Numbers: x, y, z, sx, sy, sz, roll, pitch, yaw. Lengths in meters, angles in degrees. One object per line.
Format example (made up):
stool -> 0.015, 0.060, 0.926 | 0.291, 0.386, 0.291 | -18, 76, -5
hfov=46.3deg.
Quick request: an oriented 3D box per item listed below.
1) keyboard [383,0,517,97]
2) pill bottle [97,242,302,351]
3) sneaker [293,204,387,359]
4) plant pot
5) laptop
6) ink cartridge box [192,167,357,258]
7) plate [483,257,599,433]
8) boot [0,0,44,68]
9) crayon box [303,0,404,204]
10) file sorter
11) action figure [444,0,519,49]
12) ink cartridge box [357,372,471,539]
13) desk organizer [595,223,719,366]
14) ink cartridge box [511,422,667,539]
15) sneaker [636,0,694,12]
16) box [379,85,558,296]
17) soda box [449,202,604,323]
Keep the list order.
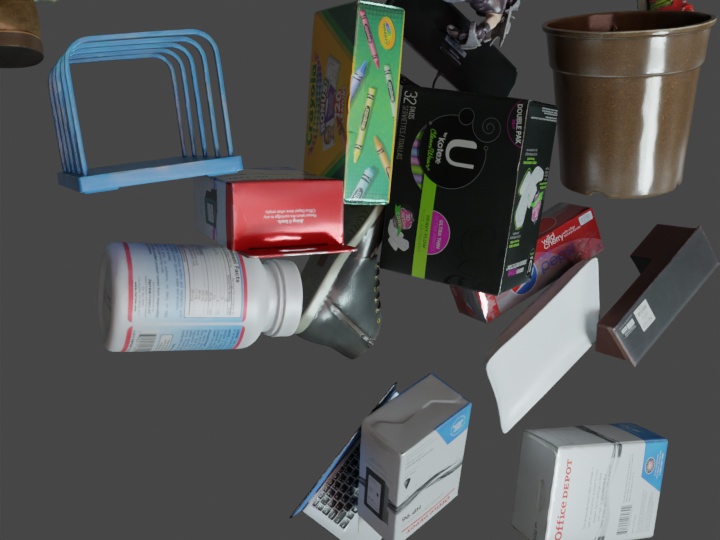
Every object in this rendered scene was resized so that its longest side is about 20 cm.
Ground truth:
keyboard -> 0.097, -0.245, 1.002 | 0.199, 0.021, 0.128 | 36, 78, -26
pill bottle -> -0.166, 0.028, 0.879 | 0.198, 0.109, 0.110 | 2, 100, -26
sneaker -> 0.000, 0.000, 0.981 | 0.106, 0.075, 0.201 | 30, 95, -32
plant pot -> 0.321, -0.204, 1.031 | 0.198, 0.200, 0.201 | -14, 114, -22
laptop -> 0.022, 0.247, 1.009 | 0.200, 0.116, 0.188 | 44, 81, -26
ink cartridge box -> -0.090, -0.062, 0.846 | 0.115, 0.200, 0.068 | -5, 103, -25
plate -> 0.233, 0.094, 1.088 | 0.199, 0.032, 0.201 | -41, 144, -13
boot -> -0.392, -0.229, 0.754 | 0.198, 0.073, 0.077 | -4, 83, -29
crayon box -> -0.010, -0.178, 0.908 | 0.058, 0.119, 0.203 | 0, 100, -25
file sorter -> -0.209, -0.145, 0.777 | 0.137, 0.200, 0.124 | -10, 101, -23
action figure -> 0.111, -0.328, 0.957 | 0.198, 0.069, 0.132 | 7, 77, -36
ink cartridge box -> 0.059, 0.234, 0.976 | 0.115, 0.068, 0.202 | -28, 137, -34
desk organizer -> 0.394, 0.028, 1.157 | 0.200, 0.077, 0.072 | -45, 115, -15
ink cartridge box -> 0.320, 0.298, 1.178 | 0.198, 0.086, 0.149 | 3, 99, -25
sneaker -> 0.410, -0.335, 1.096 | 0.076, 0.085, 0.203 | 4, 99, -26
box -> 0.120, -0.091, 0.928 | 0.124, 0.147, 0.203 | -12, 112, -61
soda box -> 0.209, -0.013, 1.072 | 0.199, 0.070, 0.064 | -29, 111, -18
